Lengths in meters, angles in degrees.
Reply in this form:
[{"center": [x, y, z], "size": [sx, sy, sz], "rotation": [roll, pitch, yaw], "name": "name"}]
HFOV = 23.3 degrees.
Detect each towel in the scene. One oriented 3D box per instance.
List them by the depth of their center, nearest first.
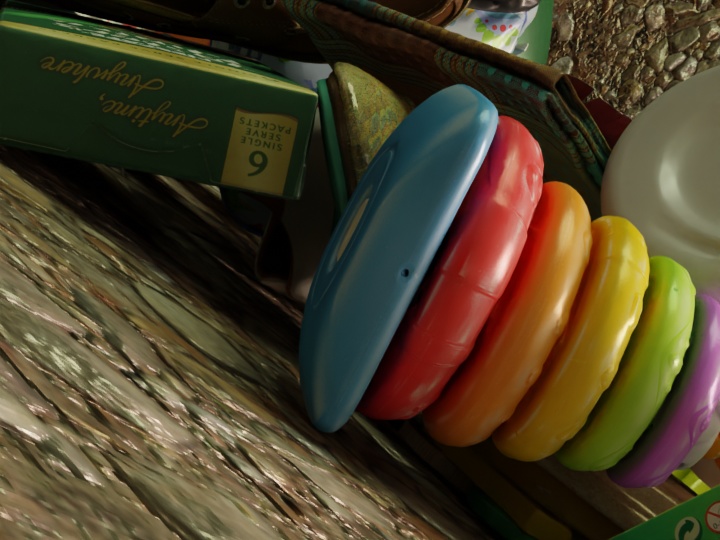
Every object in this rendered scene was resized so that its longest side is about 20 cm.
[{"center": [0.058, -0.045, 0.732], "size": [0.146, 0.022, 0.200], "rotation": [25, -13, 35], "name": "towel"}]

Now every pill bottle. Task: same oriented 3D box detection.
[{"center": [0.172, 0.026, 0.688], "size": [0.120, 0.119, 0.201], "rotation": [39, -18, 43], "name": "pill bottle"}]

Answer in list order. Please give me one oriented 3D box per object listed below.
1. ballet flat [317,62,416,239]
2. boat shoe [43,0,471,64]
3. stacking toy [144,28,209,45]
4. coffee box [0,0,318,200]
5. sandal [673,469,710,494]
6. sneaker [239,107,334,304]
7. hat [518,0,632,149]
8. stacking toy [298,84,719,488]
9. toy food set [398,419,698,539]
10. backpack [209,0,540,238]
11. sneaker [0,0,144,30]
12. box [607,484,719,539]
[{"center": [0.016, -0.024, 0.712], "size": [0.071, 0.071, 0.200], "rotation": [38, -22, 18], "name": "ballet flat"}, {"center": [-0.051, -0.125, 0.735], "size": [0.198, 0.073, 0.068], "rotation": [2, 6, 6], "name": "boat shoe"}, {"center": [-0.039, -0.099, 1.048], "size": [0.146, 0.147, 0.200], "rotation": [35, 1, -35], "name": "stacking toy"}, {"center": [-0.091, -0.073, 0.706], "size": [0.122, 0.044, 0.200], "rotation": [12, 9, -11], "name": "coffee box"}, {"center": [0.157, 0.121, 0.907], "size": [0.199, 0.079, 0.088], "rotation": [31, -37, 42], "name": "sandal"}, {"center": [0.000, 0.000, 0.847], "size": [0.073, 0.084, 0.201], "rotation": [-91, 158, -47], "name": "sneaker"}, {"center": [0.069, -0.085, 0.983], "size": [0.200, 0.165, 0.178], "rotation": [-7, -84, 60], "name": "hat"}, {"center": [0.084, 0.030, 0.577], "size": [0.199, 0.117, 0.110], "rotation": [26, 6, -7], "name": "stacking toy"}, {"center": [0.082, 0.082, 0.697], "size": [0.197, 0.049, 0.200], "rotation": [35, 4, -31], "name": "toy food set"}, {"center": [-0.005, -0.105, 0.870], "size": [0.162, 0.155, 0.200], "rotation": [12, -32, -22], "name": "backpack"}, {"center": [-0.159, -0.127, 0.946], "size": [0.201, 0.067, 0.108], "rotation": [41, 2, 7], "name": "sneaker"}, {"center": [0.177, 0.118, 0.591], "size": [0.200, 0.117, 0.049], "rotation": [32, 35, -47], "name": "box"}]
